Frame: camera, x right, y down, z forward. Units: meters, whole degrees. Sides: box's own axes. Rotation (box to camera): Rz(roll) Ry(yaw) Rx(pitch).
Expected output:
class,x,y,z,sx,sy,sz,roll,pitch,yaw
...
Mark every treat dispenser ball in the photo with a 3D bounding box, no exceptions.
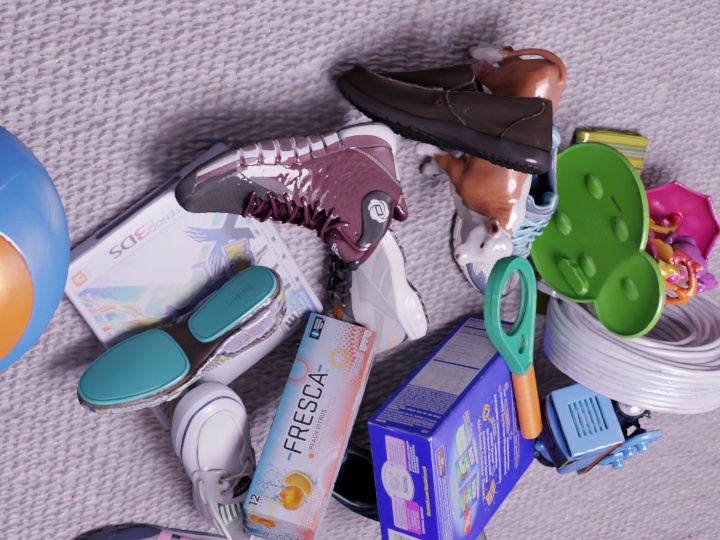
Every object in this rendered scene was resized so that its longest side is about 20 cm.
class,x,y,z,sx,sy,sz,roll,pitch,yaw
treat dispenser ball,-0.306,-0.016,0.975,0.199,0.201,0.203,-14,120,-25

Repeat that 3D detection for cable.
class,x,y,z,sx,sy,sz,roll,pitch,yaw
cable,0.278,0.067,1.357,0.198,0.200,0.070,1,121,-22

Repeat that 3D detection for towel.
class,x,y,z,sx,sy,sz,roll,pitch,yaw
towel,0.229,-0.047,1.408,0.085,0.018,0.202,3,113,-27

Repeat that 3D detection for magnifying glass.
class,x,y,z,sx,sy,sz,roll,pitch,yaw
magnifying glass,0.150,0.076,1.317,0.080,0.022,0.202,-47,133,-42

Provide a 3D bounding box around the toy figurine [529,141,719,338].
class,x,y,z,sx,sy,sz,roll,pitch,yaw
toy figurine,0.288,-0.024,1.341,0.183,0.201,0.151,2,139,-39

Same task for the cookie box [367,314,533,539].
class,x,y,z,sx,sy,sz,roll,pitch,yaw
cookie box,0.094,0.167,1.342,0.200,0.075,0.173,-42,134,-45

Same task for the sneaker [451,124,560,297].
class,x,y,z,sx,sy,sz,roll,pitch,yaw
sneaker,0.143,-0.058,1.302,0.077,0.086,0.202,-10,119,-27

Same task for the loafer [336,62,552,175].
class,x,y,z,sx,sy,sz,roll,pitch,yaw
loafer,0.077,-0.142,1.176,0.073,0.198,0.072,29,81,-77

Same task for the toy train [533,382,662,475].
class,x,y,z,sx,sy,sz,roll,pitch,yaw
toy train,0.234,0.162,1.420,0.113,0.088,0.200,-13,164,-8

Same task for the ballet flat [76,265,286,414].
class,x,y,z,sx,sy,sz,roll,pitch,yaw
ballet flat,-0.146,0.073,1.181,0.199,0.072,0.072,-32,127,-12

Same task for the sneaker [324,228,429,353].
class,x,y,z,sx,sy,sz,roll,pitch,yaw
sneaker,0.000,0.000,1.256,0.079,0.074,0.201,-29,126,-9

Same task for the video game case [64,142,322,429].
class,x,y,z,sx,sy,sz,roll,pitch,yaw
video game case,-0.146,0.017,1.205,0.182,0.022,0.201,-37,128,-10

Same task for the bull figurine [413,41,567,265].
class,x,y,z,sx,sy,sz,roll,pitch,yaw
bull figurine,0.113,-0.107,1.230,0.065,0.121,0.202,3,112,-62

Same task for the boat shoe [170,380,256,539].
class,x,y,z,sx,sy,sz,roll,pitch,yaw
boat shoe,-0.117,0.177,1.237,0.073,0.067,0.201,-33,147,-19

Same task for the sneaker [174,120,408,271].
class,x,y,z,sx,sy,sz,roll,pitch,yaw
sneaker,-0.046,-0.049,1.136,0.198,0.076,0.117,-15,78,-20

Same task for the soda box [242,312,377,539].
class,x,y,z,sx,sy,sz,roll,pitch,yaw
soda box,-0.044,0.143,1.227,0.064,0.068,0.202,98,10,-59

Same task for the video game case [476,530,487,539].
class,x,y,z,sx,sy,sz,roll,pitch,yaw
video game case,0.089,0.356,1.525,0.142,0.019,0.201,-32,127,-14

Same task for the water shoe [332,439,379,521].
class,x,y,z,sx,sy,sz,roll,pitch,yaw
water shoe,0.009,0.217,1.365,0.199,0.079,0.072,31,97,-38

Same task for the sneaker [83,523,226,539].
class,x,y,z,sx,sy,sz,roll,pitch,yaw
sneaker,-0.173,0.286,1.286,0.198,0.082,0.071,8,110,-34
